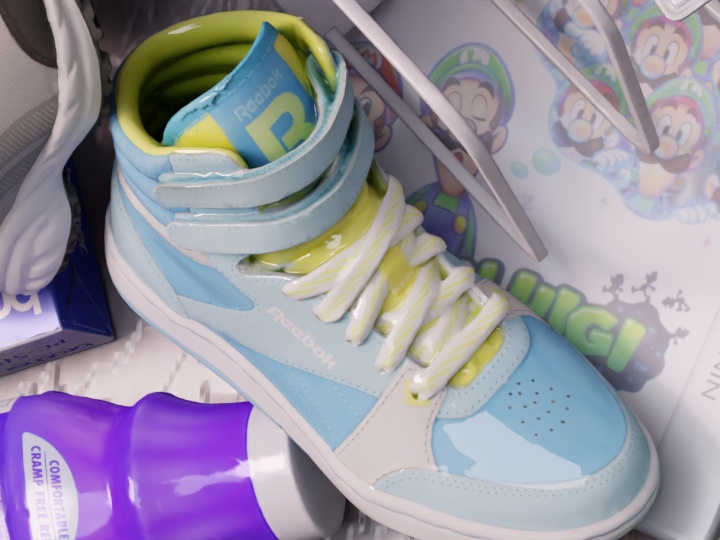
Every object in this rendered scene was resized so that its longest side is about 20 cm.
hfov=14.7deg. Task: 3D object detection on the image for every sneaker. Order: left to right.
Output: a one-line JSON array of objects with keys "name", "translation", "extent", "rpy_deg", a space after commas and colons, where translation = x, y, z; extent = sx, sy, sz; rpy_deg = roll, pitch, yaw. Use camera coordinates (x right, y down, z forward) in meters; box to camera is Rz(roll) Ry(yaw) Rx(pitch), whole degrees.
[{"name": "sneaker", "translation": [-0.123, -0.049, 0.813], "extent": [0.079, 0.200, 0.074], "rpy_deg": [-19, 60, -23]}, {"name": "sneaker", "translation": [0.000, 0.000, 0.808], "extent": [0.200, 0.131, 0.080], "rpy_deg": [30, 63, 20]}]

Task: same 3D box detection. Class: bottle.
[{"name": "bottle", "translation": [-0.104, 0.083, 0.905], "extent": [0.200, 0.065, 0.084], "rpy_deg": [-13, 77, 19]}]

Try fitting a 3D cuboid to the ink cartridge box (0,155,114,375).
[{"name": "ink cartridge box", "translation": [-0.190, 0.006, 0.960], "extent": [0.200, 0.044, 0.094], "rpy_deg": [-17, 79, 18]}]

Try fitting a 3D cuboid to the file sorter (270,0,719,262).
[{"name": "file sorter", "translation": [0.073, -0.122, 0.802], "extent": [0.200, 0.139, 0.125], "rpy_deg": [-43, 68, -1]}]

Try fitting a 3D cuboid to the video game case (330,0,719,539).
[{"name": "video game case", "translation": [0.058, -0.032, 0.880], "extent": [0.200, 0.024, 0.182], "rpy_deg": [24, 92, 22]}]

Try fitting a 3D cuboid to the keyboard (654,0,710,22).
[{"name": "keyboard", "translation": [0.052, -0.158, 0.740], "extent": [0.056, 0.011, 0.200], "rpy_deg": [-33, 71, 2]}]

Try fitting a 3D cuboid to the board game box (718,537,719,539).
[{"name": "board game box", "translation": [0.212, 0.072, 0.754], "extent": [0.200, 0.064, 0.148], "rpy_deg": [26, 93, 2]}]
